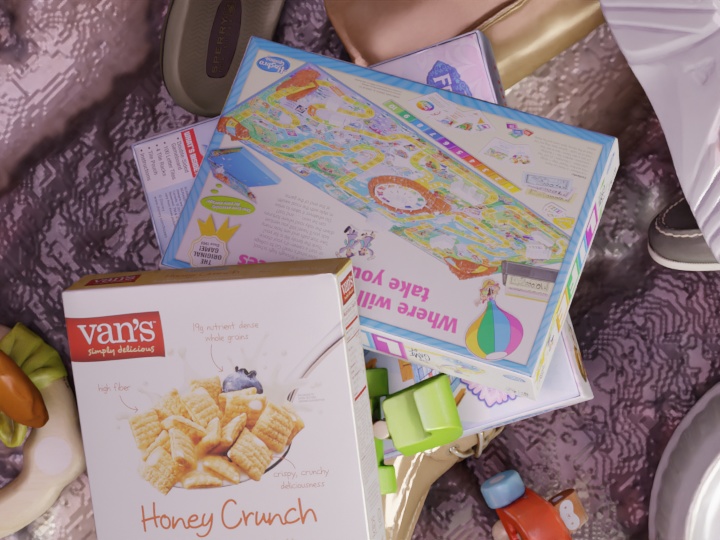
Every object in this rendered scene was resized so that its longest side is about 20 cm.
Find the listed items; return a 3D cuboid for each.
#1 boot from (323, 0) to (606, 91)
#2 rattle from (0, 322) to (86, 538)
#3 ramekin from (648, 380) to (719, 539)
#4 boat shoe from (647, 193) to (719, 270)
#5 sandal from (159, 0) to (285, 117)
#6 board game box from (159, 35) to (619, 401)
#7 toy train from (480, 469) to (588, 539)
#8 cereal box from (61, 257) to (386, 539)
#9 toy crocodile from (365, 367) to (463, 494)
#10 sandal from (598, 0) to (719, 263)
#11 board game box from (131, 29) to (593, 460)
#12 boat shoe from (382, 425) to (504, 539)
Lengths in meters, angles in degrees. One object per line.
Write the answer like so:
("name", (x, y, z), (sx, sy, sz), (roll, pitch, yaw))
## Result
("boot", (0.106, -0.123, 1.455), (0.199, 0.066, 0.176), (-31, 82, 11))
("rattle", (-0.255, 0.110, 1.483), (0.199, 0.143, 0.131), (-19, 108, 3))
("ramekin", (0.249, 0.142, 1.418), (0.199, 0.105, 0.202), (0, 93, 9))
("boat shoe", (0.246, -0.049, 1.424), (0.198, 0.067, 0.057), (-10, 123, 3))
("sandal", (-0.059, -0.174, 1.450), (0.079, 0.057, 0.202), (-2, 113, -24))
("board game box", (0.015, -0.028, 1.359), (0.199, 0.034, 0.135), (17, 71, 14))
("toy train", (0.138, 0.195, 1.433), (0.055, 0.150, 0.201), (-27, 96, -9))
("cereal box", (-0.063, 0.097, 1.332), (0.143, 0.040, 0.202), (-5, 103, 15))
("toy crocodile", (-0.044, 0.084, 1.373), (0.198, 0.062, 0.068), (-4, 87, 12))
("sandal", (0.192, -0.088, 1.384), (0.079, 0.059, 0.208), (-31, 75, 28))
("board game box", (0.000, 0.000, 1.420), (0.198, 0.041, 0.201), (-17, 84, 11))
("boat shoe", (0.046, 0.073, 1.464), (0.064, 0.071, 0.201), (18, 94, 9))
